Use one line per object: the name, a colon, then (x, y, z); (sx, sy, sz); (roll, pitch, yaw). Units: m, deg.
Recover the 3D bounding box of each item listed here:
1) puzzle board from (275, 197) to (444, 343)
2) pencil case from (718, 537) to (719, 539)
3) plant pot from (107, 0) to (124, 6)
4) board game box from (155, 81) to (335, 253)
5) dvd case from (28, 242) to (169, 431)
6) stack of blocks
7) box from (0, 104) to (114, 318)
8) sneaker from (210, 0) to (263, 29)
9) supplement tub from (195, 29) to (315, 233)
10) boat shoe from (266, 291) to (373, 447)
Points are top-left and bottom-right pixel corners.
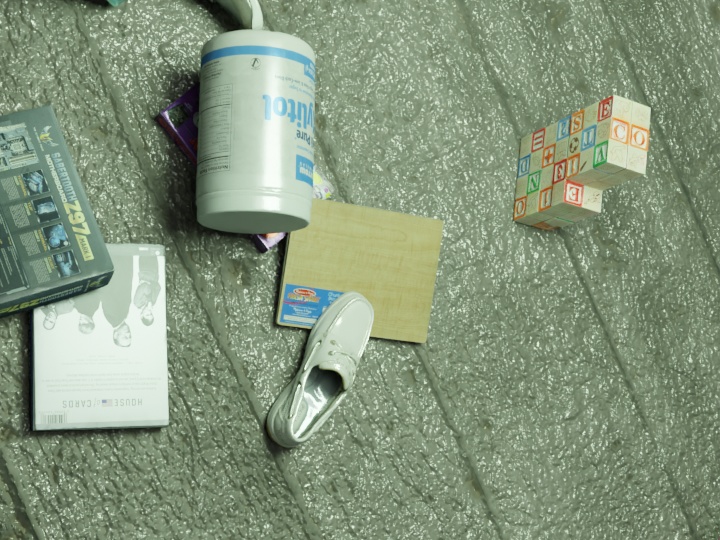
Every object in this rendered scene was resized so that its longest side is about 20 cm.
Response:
puzzle board: (0.000, 0.000, 1.444); (0.198, 0.017, 0.153); (8, 92, -24)
pencil case: (0.481, 0.406, 1.588); (0.199, 0.088, 0.089); (-38, 98, -26)
plant pot: (-0.288, -0.423, 1.308); (0.141, 0.141, 0.201); (-38, 86, 2)
board game box: (-0.132, -0.135, 1.415); (0.120, 0.032, 0.201); (-43, 100, -21)
dvd case: (-0.282, 0.070, 1.305); (0.149, 0.025, 0.203); (2, 81, -26)
stack of blocks: (0.274, -0.130, 1.515); (0.058, 0.200, 0.117); (14, 74, -23)
box: (-0.363, -0.060, 1.255); (0.156, 0.051, 0.202); (-19, 78, -27)
sneaker: (-0.192, -0.349, 1.408); (0.082, 0.077, 0.201); (-38, 92, -9)
supplement tub: (-0.115, -0.151, 1.338); (0.130, 0.132, 0.203); (4, 80, -25)
boat shoe: (-0.032, 0.115, 1.387); (0.071, 0.069, 0.201); (34, 72, -20)
